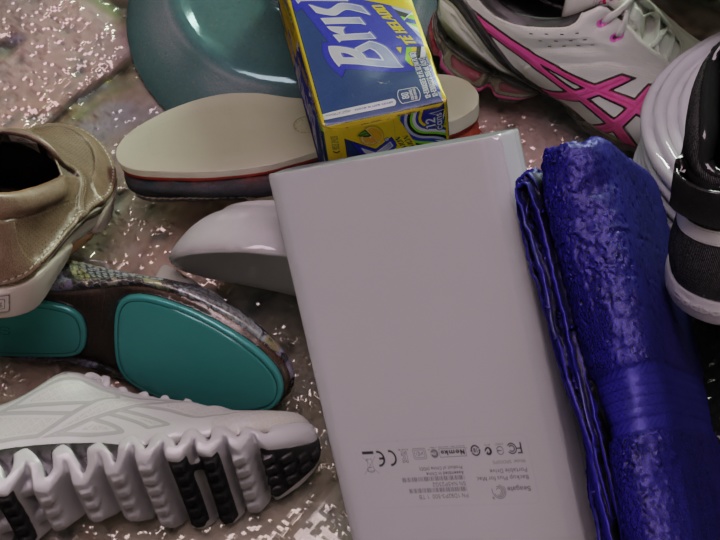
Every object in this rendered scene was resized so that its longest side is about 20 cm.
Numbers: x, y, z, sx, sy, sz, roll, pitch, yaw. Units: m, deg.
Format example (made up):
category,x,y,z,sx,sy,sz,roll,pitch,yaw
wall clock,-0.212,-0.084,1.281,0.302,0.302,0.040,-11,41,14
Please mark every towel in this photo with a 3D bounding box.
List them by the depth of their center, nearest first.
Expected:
category,x,y,z,sx,sy,sz,roll,pitch,yaw
towel,0.120,0.049,0.813,0.049,0.148,0.202,-14,79,17

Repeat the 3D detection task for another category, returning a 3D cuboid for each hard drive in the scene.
category,x,y,z,sx,sy,sz,roll,pitch,yaw
hard drive,0.035,0.043,0.853,0.131,0.202,0.026,-7,9,36

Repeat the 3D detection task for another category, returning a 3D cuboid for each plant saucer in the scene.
category,x,y,z,sx,sy,sz,roll,pitch,yaw
plant saucer,-0.039,-0.158,1.065,0.198,0.036,0.202,0,61,0

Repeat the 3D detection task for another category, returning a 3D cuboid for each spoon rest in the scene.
category,x,y,z,sx,sy,sz,roll,pitch,yaw
spoon rest,0.000,0.000,0.949,0.198,0.099,0.061,2,80,-14

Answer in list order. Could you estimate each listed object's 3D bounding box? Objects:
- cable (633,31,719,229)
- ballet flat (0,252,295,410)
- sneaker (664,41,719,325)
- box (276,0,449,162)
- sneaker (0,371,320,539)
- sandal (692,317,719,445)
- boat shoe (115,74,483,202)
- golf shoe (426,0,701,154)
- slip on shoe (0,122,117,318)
category,x,y,z,sx,sy,sz,roll,pitch,yaw
cable,0.233,-0.050,0.912,0.198,0.070,0.200,-21,45,-18
ballet flat,-0.126,0.020,0.949,0.198,0.072,0.073,11,61,5
sneaker,0.195,-0.078,0.814,0.072,0.113,0.201,17,49,20
box,-0.004,-0.120,0.954,0.064,0.070,0.201,-12,46,-4
sneaker,-0.119,0.084,0.910,0.198,0.075,0.082,-5,51,-4
sandal,0.170,0.096,0.917,0.075,0.045,0.201,25,56,-1
boat shoe,-0.031,-0.058,0.992,0.198,0.063,0.072,-8,43,-5
golf shoe,0.136,-0.120,1.006,0.198,0.092,0.073,17,60,-1
slip on shoe,-0.170,-0.045,0.932,0.075,0.061,0.200,8,25,5
